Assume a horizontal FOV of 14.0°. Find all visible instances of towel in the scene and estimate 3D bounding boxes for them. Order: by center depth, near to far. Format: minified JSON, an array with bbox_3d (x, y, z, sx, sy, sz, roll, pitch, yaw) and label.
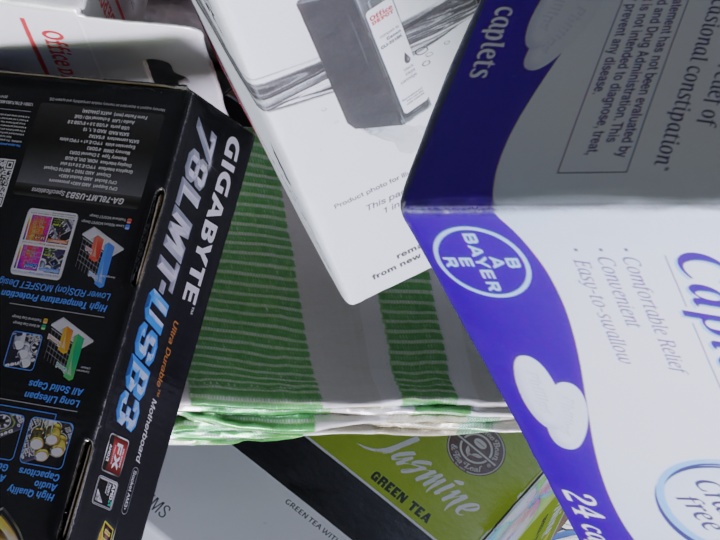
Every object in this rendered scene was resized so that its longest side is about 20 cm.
[{"bbox_3d":[0.000,0.000,1.086,0.200,0.153,0.023,-1,140,-13],"label":"towel"}]

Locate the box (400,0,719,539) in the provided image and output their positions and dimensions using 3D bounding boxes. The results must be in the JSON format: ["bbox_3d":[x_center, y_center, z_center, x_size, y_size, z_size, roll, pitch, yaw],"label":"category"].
[{"bbox_3d":[0.143,0.004,0.856,0.200,0.105,0.184,-1,138,30],"label":"box"}]

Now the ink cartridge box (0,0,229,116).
[{"bbox_3d":[-0.144,-0.111,1.067,0.200,0.067,0.117,9,165,5],"label":"ink cartridge box"}]

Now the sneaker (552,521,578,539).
[{"bbox_3d":[0.085,0.088,1.305,0.077,0.076,0.200,22,144,-22],"label":"sneaker"}]

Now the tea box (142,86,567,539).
[{"bbox_3d":[-0.030,0.064,1.142,0.200,0.197,0.134,38,150,14],"label":"tea box"}]

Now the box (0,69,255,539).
[{"bbox_3d":[-0.153,0.027,1.036,0.200,0.199,0.050,6,166,32],"label":"box"}]

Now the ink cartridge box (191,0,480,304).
[{"bbox_3d":[-0.019,-0.110,0.971,0.084,0.144,0.200,-26,140,-3],"label":"ink cartridge box"}]
